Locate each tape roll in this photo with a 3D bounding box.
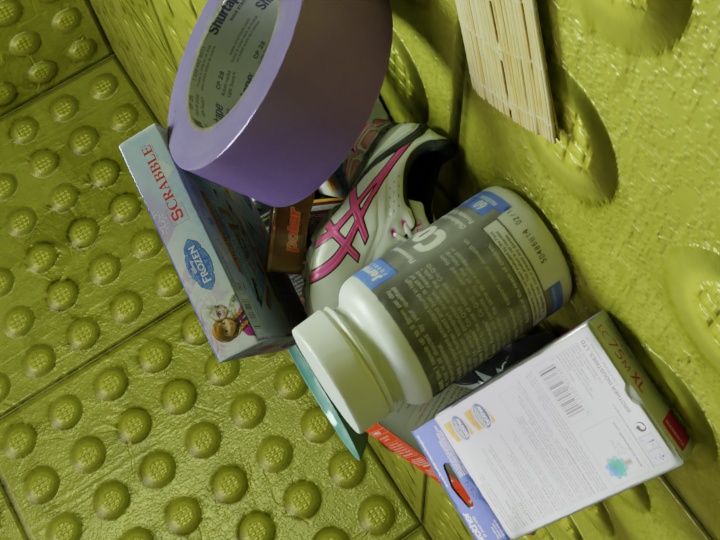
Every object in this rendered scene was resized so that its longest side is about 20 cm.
[{"bbox_3d":[-0.069,-0.159,0.737,0.084,0.201,0.200,22,-169,-33],"label":"tape roll"}]

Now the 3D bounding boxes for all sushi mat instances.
[{"bbox_3d":[0.078,-0.171,0.556,0.096,0.012,0.201,46,164,44],"label":"sushi mat"}]

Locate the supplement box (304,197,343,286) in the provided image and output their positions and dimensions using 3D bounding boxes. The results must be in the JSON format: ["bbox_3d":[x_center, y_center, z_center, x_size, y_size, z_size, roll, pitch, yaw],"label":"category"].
[{"bbox_3d":[0.000,0.000,0.934,0.200,0.109,0.087,-98,3,-64],"label":"supplement box"}]

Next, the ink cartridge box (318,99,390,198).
[{"bbox_3d":[-0.027,-0.141,0.978,0.116,0.067,0.200,62,169,-15],"label":"ink cartridge box"}]

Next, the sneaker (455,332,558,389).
[{"bbox_3d":[0.159,0.098,0.823,0.086,0.081,0.200,27,-179,-34],"label":"sneaker"}]

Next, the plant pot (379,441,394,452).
[{"bbox_3d":[0.058,0.130,1.163,0.201,0.139,0.200,56,169,17],"label":"plant pot"}]

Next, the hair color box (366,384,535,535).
[{"bbox_3d":[0.108,0.170,0.942,0.199,0.102,0.061,36,159,-2],"label":"hair color box"}]

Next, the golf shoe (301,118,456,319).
[{"bbox_3d":[0.014,-0.032,0.780,0.091,0.202,0.072,15,173,40],"label":"golf shoe"}]

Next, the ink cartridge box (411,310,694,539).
[{"bbox_3d":[0.141,0.130,0.724,0.200,0.042,0.120,-38,81,35],"label":"ink cartridge box"}]

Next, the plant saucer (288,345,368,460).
[{"bbox_3d":[-0.040,0.146,1.185,0.201,0.036,0.200,57,170,15],"label":"plant saucer"}]

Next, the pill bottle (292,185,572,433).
[{"bbox_3d":[0.054,0.032,0.724,0.114,0.199,0.114,54,169,16],"label":"pill bottle"}]

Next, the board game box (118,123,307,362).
[{"bbox_3d":[-0.122,-0.020,0.844,0.202,0.041,0.199,64,-171,7],"label":"board game box"}]

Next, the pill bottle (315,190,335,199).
[{"bbox_3d":[-0.081,-0.130,1.148,0.201,0.111,0.112,60,169,-10],"label":"pill bottle"}]

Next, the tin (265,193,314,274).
[{"bbox_3d":[-0.064,-0.068,0.862,0.200,0.041,0.113,-101,14,-69],"label":"tin"}]

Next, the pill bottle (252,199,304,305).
[{"bbox_3d":[-0.084,-0.020,1.080,0.201,0.106,0.106,62,169,-27],"label":"pill bottle"}]
